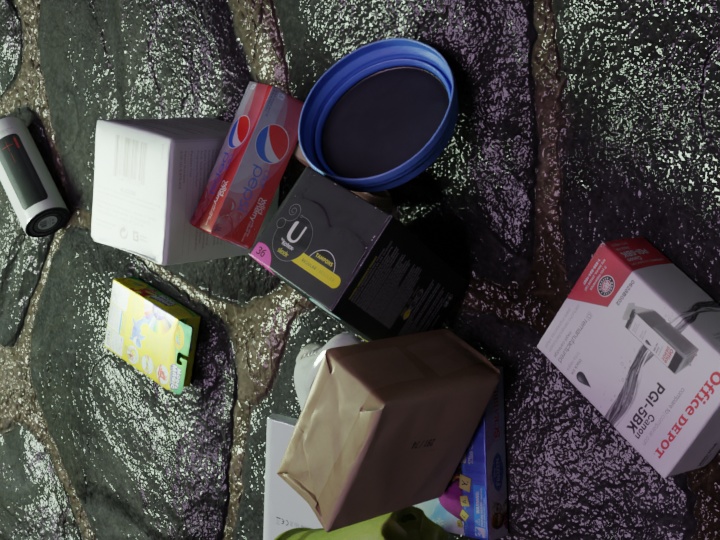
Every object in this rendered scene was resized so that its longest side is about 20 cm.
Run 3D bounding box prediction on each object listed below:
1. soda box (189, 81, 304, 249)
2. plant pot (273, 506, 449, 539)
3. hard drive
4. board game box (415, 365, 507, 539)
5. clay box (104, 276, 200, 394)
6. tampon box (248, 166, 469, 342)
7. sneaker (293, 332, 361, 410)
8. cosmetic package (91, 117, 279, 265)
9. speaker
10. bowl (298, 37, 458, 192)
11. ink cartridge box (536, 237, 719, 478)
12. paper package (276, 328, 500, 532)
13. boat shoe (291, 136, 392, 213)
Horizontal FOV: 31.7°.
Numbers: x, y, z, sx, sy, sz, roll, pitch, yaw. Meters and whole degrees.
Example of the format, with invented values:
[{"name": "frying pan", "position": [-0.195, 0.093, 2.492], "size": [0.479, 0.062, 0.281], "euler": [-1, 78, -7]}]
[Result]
[{"name": "soda box", "position": [-0.140, -0.134, 1.612], "size": [0.063, 0.070, 0.202], "euler": [20, 88, 54]}, {"name": "plant pot", "position": [0.011, 0.372, 1.508], "size": [0.183, 0.199, 0.202], "euler": [-33, 72, 33]}, {"name": "hard drive", "position": [-0.067, 0.299, 1.668], "size": [0.130, 0.027, 0.203], "euler": [12, 109, 27]}, {"name": "board game box", "position": [0.088, 0.210, 1.540], "size": [0.198, 0.041, 0.203], "euler": [2, 96, 45]}, {"name": "clay box", "position": [-0.309, 0.098, 1.920], "size": [0.199, 0.047, 0.116], "euler": [27, 113, 39]}, {"name": "tampon box", "position": [0.000, 0.000, 1.467], "size": [0.149, 0.200, 0.127], "euler": [31, 86, 39]}, {"name": "sneaker", "position": [-0.052, 0.118, 1.620], "size": [0.085, 0.072, 0.201], "euler": [66, 153, 24]}, {"name": "cosmetic package", "position": [-0.232, -0.112, 1.709], "size": [0.166, 0.199, 0.169], "euler": [17, 107, 41]}, {"name": "speaker", "position": [-0.560, -0.157, 2.118], "size": [0.081, 0.081, 0.201], "euler": [-48, 62, 37]}, {"name": "bowl", "position": [0.023, -0.180, 1.486], "size": [0.198, 0.039, 0.203], "euler": [-13, 56, 20]}, {"name": "ink cartridge box", "position": [0.298, 0.086, 1.285], "size": [0.200, 0.082, 0.148], "euler": [47, 124, 31]}, {"name": "paper package", "position": [0.032, 0.176, 1.424], "size": [0.103, 0.199, 0.192], "euler": [41, 122, 34]}, {"name": "boat shoe", "position": [-0.022, -0.140, 1.588], "size": [0.200, 0.072, 0.065], "euler": [46, 121, 39]}]
